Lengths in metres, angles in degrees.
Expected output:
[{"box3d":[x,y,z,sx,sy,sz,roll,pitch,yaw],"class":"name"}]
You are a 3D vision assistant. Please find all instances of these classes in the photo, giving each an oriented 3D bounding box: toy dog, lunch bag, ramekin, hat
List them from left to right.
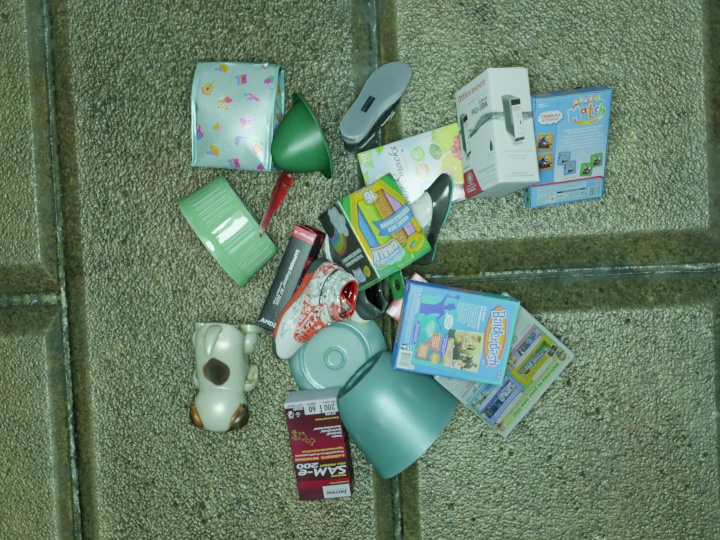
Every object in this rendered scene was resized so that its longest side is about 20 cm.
[{"box3d":[-0.252,0.201,1.530,0.137,0.194,0.204,3,86,-7],"class":"toy dog"},{"box3d":[-0.240,-0.078,1.514,0.097,0.200,0.201,-37,88,-2],"class":"ramekin"},{"box3d":[-0.230,-0.293,1.540,0.167,0.122,0.204,4,98,6],"class":"lunch bag"},{"box3d":[-0.157,-0.206,1.480,0.174,0.200,0.167,-25,127,-10],"class":"hat"}]

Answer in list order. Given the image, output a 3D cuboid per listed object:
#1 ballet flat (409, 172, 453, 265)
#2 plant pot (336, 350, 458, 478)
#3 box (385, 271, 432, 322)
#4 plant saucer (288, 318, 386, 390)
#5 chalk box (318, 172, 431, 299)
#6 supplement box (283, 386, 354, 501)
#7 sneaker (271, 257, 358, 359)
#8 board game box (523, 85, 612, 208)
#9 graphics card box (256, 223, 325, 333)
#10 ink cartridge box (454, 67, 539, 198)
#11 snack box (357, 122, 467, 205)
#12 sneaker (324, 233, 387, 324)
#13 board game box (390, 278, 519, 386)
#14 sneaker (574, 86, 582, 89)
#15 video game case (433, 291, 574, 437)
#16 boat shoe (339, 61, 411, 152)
[{"box3d":[0.118,-0.086,1.491,0.067,0.068,0.202,-6,131,-21],"class":"ballet flat"},{"box3d":[0.052,0.245,1.483,0.201,0.201,0.161,-45,93,6],"class":"plant pot"},{"box3d":[0.151,0.097,1.525,0.199,0.100,0.096,38,94,3],"class":"box"},{"box3d":[-0.047,0.167,1.580,0.196,0.036,0.204,0,92,5],"class":"plant saucer"},{"box3d":[0.035,-0.046,1.451,0.123,0.125,0.202,-29,91,-22],"class":"chalk box"},{"box3d":[-0.077,0.331,1.559,0.107,0.061,0.203,-7,103,6],"class":"supplement box"},{"box3d":[-0.078,0.084,1.461,0.107,0.067,0.203,27,88,40],"class":"sneaker"},{"box3d":[0.370,-0.221,1.465,0.149,0.037,0.203,-9,118,-11],"class":"board game box"},{"box3d":[-0.129,0.014,1.538,0.050,0.125,0.202,23,94,4],"class":"graphics card box"},{"box3d":[0.240,-0.241,1.452,0.082,0.147,0.204,-4,85,-18],"class":"ink cartridge box"},{"box3d":[0.108,-0.179,1.543,0.197,0.053,0.144,-16,90,6],"class":"snack box"},{"box3d":[0.000,0.000,1.537,0.084,0.074,0.203,-12,101,50],"class":"sneaker"},{"box3d":[0.163,0.108,1.410,0.197,0.045,0.155,10,98,-8],"class":"board game box"},{"box3d":[0.338,-0.266,1.509,0.081,0.074,0.200,42,94,6],"class":"sneaker"},{"box3d":[0.259,0.171,1.469,0.182,0.022,0.201,40,92,-13],"class":"video game case"},{"box3d":[0.032,-0.306,1.538,0.073,0.068,0.201,26,70,15],"class":"boat shoe"}]
